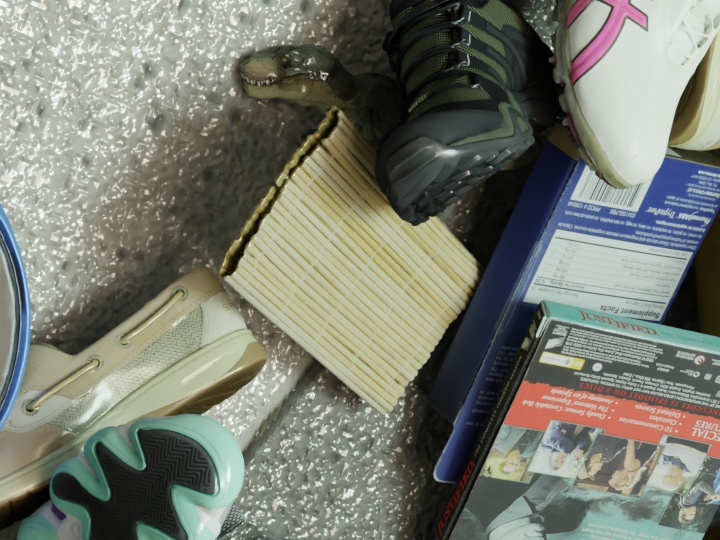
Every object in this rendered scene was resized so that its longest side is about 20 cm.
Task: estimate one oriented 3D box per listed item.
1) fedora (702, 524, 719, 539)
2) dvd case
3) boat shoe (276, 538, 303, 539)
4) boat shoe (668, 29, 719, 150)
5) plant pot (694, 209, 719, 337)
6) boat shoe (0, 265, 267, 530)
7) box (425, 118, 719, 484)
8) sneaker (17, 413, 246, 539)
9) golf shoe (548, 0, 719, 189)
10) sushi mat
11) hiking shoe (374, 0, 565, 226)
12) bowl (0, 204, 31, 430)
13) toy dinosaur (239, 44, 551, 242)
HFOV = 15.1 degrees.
[{"bbox_3d":[0.217,0.208,1.541,0.200,0.082,0.202,-15,122,-26],"label":"fedora"},{"bbox_3d":[0.122,0.113,1.432,0.145,0.022,0.201,11,119,-21],"label":"dvd case"},{"bbox_3d":[-0.048,0.192,1.311,0.068,0.200,0.072,21,121,-18],"label":"boat shoe"},{"bbox_3d":[0.187,-0.160,1.419,0.066,0.074,0.201,15,91,-51],"label":"boat shoe"},{"bbox_3d":[0.293,-0.001,1.465,0.199,0.200,0.177,-10,70,-32],"label":"plant pot"},{"bbox_3d":[-0.143,0.067,1.284,0.199,0.072,0.065,-30,82,-12],"label":"boat shoe"},{"bbox_3d":[0.110,0.023,1.432,0.121,0.032,0.201,9,111,-42],"label":"box"},{"bbox_3d":[-0.092,0.123,1.281,0.140,0.200,0.078,-10,66,-52],"label":"sneaker"},{"bbox_3d":[0.147,-0.137,1.337,0.073,0.092,0.201,33,57,-46],"label":"golf shoe"},{"bbox_3d":[0.000,0.000,1.327,0.096,0.012,0.200,-54,148,-5],"label":"sushi mat"},{"bbox_3d":[0.037,-0.090,1.309,0.076,0.200,0.101,-35,92,23],"label":"hiking shoe"},{"bbox_3d":[-0.238,0.023,1.191,0.199,0.039,0.202,-2,95,-24],"label":"bowl"},{"bbox_3d":[0.023,-0.053,1.373,0.199,0.047,0.089,15,87,-39],"label":"toy dinosaur"}]
